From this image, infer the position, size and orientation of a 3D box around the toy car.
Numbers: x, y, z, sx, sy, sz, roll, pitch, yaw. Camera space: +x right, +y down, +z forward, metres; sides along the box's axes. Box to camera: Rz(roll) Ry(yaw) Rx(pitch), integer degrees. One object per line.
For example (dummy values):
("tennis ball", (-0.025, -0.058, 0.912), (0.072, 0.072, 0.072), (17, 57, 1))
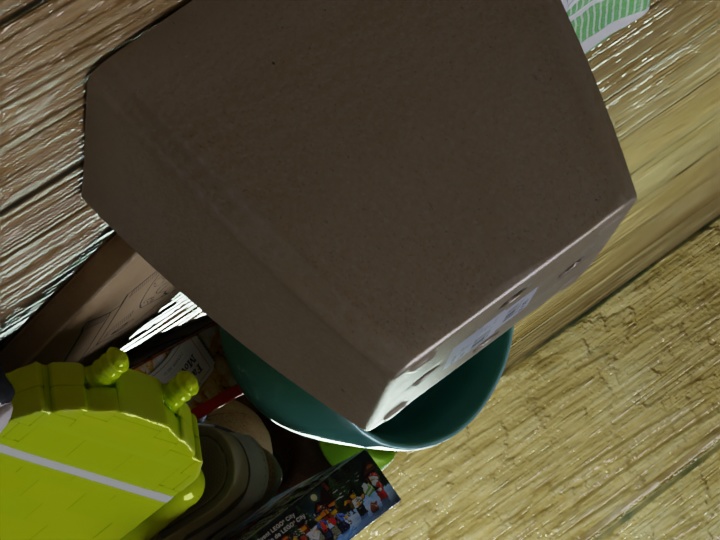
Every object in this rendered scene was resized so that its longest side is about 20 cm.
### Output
("toy car", (-0.108, 0.120, 2.094), (0.200, 0.158, 0.164), (16, 128, -44))

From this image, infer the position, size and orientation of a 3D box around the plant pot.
("plant pot", (0.010, -0.046, 1.316), (0.200, 0.177, 0.200), (-37, 172, -14))

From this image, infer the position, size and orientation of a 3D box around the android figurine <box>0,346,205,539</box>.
("android figurine", (-0.167, 0.105, 1.576), (0.182, 0.041, 0.200), (19, 134, -34))

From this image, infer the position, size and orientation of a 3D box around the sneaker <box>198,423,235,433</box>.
("sneaker", (-0.158, 0.149, 1.769), (0.200, 0.074, 0.088), (-21, -179, 30))

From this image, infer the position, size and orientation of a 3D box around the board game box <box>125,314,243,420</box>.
("board game box", (-0.128, 0.072, 1.741), (0.151, 0.046, 0.200), (-22, -175, 44))

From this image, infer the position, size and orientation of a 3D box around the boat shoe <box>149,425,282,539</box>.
("boat shoe", (-0.133, 0.153, 1.703), (0.200, 0.075, 0.068), (-25, 157, 25))

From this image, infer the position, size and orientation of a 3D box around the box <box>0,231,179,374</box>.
("box", (-0.132, 0.014, 1.604), (0.200, 0.021, 0.163), (-43, 171, 30))

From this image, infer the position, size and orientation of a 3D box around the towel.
("towel", (0.122, -0.148, 1.815), (0.153, 0.023, 0.200), (-37, 173, -3))

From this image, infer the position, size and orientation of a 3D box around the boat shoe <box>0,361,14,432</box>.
("boat shoe", (-0.255, 0.109, 1.457), (0.093, 0.075, 0.200), (-19, 153, -49))

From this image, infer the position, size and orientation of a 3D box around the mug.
("mug", (0.003, 0.011, 1.680), (0.114, 0.152, 0.185), (2, -132, 49))

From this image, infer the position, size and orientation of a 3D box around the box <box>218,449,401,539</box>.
("box", (-0.074, 0.174, 1.712), (0.137, 0.038, 0.200), (-35, -179, -28))

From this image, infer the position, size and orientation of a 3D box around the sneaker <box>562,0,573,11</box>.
("sneaker", (0.078, -0.137, 1.488), (0.099, 0.078, 0.200), (-38, 174, -24))
